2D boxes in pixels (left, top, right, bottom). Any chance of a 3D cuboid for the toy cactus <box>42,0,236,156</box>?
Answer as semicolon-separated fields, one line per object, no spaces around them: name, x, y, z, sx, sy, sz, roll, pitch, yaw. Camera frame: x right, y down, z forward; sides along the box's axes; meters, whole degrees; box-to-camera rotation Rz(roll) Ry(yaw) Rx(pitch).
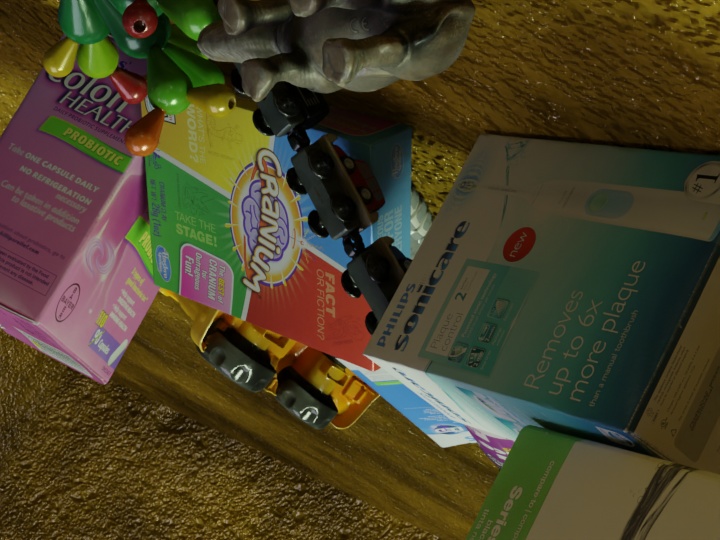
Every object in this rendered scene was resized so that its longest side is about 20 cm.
toy cactus;-0.149;-0.148;0.886;0.165;0.102;0.200;44;172;-20

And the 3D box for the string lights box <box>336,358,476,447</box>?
string lights box;0.071;0.081;1.268;0.102;0.059;0.200;-9;150;27

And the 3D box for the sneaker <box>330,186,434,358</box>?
sneaker;0.000;0.000;1.050;0.075;0.116;0.200;17;164;41

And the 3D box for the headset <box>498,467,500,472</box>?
headset;0.225;0.186;1.459;0.199;0.095;0.124;4;153;27

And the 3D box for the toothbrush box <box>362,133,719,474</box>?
toothbrush box;0.117;0.017;0.793;0.085;0.147;0.199;37;166;-34

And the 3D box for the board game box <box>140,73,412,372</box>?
board game box;-0.056;-0.038;0.989;0.199;0.040;0.154;19;122;36

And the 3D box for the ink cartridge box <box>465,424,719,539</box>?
ink cartridge box;0.161;0.152;0.692;0.145;0.084;0.200;36;167;-27

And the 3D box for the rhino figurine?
rhino figurine;-0.019;-0.114;0.737;0.087;0.060;0.200;-14;-170;-27

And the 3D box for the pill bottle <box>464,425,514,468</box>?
pill bottle;0.129;0.093;1.146;0.112;0.113;0.200;23;166;24

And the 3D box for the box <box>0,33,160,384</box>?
box;-0.195;-0.043;1.109;0.096;0.201;0.176;25;167;13

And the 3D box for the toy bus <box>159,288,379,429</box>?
toy bus;-0.079;0.024;1.324;0.200;0.136;0.192;36;179;-40

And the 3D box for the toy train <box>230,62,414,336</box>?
toy train;-0.011;-0.044;0.883;0.034;0.046;0.201;-34;82;45
